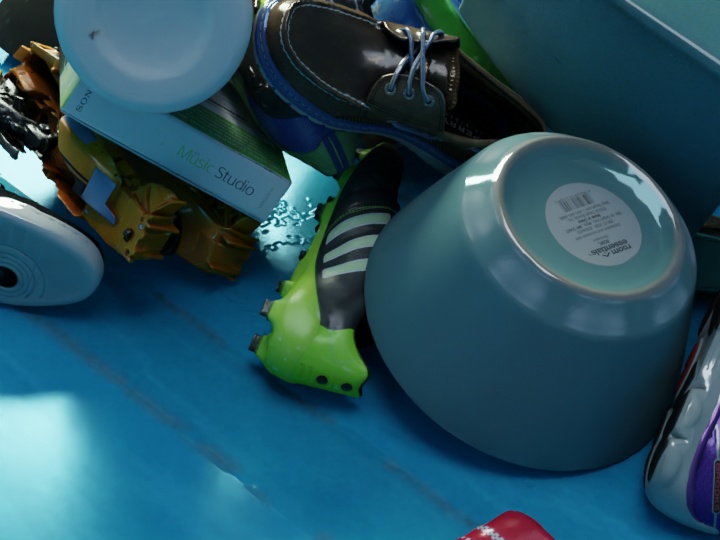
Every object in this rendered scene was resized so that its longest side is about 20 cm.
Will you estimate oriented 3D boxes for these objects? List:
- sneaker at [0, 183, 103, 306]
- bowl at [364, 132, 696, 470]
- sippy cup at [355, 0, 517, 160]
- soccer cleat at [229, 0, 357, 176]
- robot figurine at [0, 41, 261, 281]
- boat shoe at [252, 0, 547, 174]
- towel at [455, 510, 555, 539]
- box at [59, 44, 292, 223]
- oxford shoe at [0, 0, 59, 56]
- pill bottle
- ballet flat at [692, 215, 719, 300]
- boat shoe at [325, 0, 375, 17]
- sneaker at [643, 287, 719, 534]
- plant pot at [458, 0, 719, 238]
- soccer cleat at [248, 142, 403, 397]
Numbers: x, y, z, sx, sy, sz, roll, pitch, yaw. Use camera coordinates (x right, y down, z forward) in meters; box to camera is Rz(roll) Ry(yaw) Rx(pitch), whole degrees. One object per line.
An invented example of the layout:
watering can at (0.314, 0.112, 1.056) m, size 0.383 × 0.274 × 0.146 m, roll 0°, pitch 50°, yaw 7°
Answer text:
sneaker at (-0.237, -0.049, 1.073) m, size 0.198 × 0.074 × 0.112 m, roll 12°, pitch 40°, yaw 8°
bowl at (0.110, 0.000, 1.003) m, size 0.198 × 0.105 × 0.202 m, roll 10°, pitch 50°, yaw -13°
sippy cup at (0.031, -0.142, 1.173) m, size 0.139 × 0.130 × 0.179 m, roll 25°, pitch 39°, yaw -51°
soccer cleat at (-0.056, -0.124, 1.129) m, size 0.064 × 0.084 × 0.200 m, roll -31°, pitch 36°, yaw -3°
robot figurine at (-0.152, -0.073, 1.098) m, size 0.144 × 0.058 × 0.200 m, roll 12°, pitch 29°, yaw -53°
boat shoe at (0.029, -0.114, 1.035) m, size 0.199 × 0.072 × 0.073 m, roll 20°, pitch 70°, yaw -36°
towel at (0.049, 0.197, 0.855) m, size 0.199 × 0.023 × 0.144 m, roll -23°, pitch 47°, yaw -32°
box at (-0.121, -0.115, 1.113) m, size 0.143 × 0.036 × 0.200 m, roll 29°, pitch 18°, yaw -22°
oxford shoe at (-0.162, -0.170, 1.258) m, size 0.197 × 0.071 × 0.072 m, roll 0°, pitch 80°, yaw 9°
pill bottle at (-0.113, -0.172, 1.032) m, size 0.108 × 0.111 × 0.200 m, roll 5°, pitch 22°, yaw -3°
ballet flat at (0.256, -0.002, 1.117) m, size 0.198 × 0.069 × 0.072 m, roll 12°, pitch 21°, yaw 13°
boat shoe at (-0.017, -0.191, 1.091) m, size 0.066 × 0.201 × 0.070 m, roll -29°, pitch 0°, yaw 1°
sneaker at (0.226, 0.054, 0.984) m, size 0.083 × 0.081 × 0.202 m, roll 25°, pitch 80°, yaw 3°
plant pot at (0.172, -0.153, 1.065) m, size 0.199 × 0.142 × 0.142 m, roll 36°, pitch 57°, yaw 5°
soccer cleat at (0.000, 0.000, 1.069) m, size 0.080 × 0.068 × 0.201 m, roll 23°, pitch 45°, yaw 3°
